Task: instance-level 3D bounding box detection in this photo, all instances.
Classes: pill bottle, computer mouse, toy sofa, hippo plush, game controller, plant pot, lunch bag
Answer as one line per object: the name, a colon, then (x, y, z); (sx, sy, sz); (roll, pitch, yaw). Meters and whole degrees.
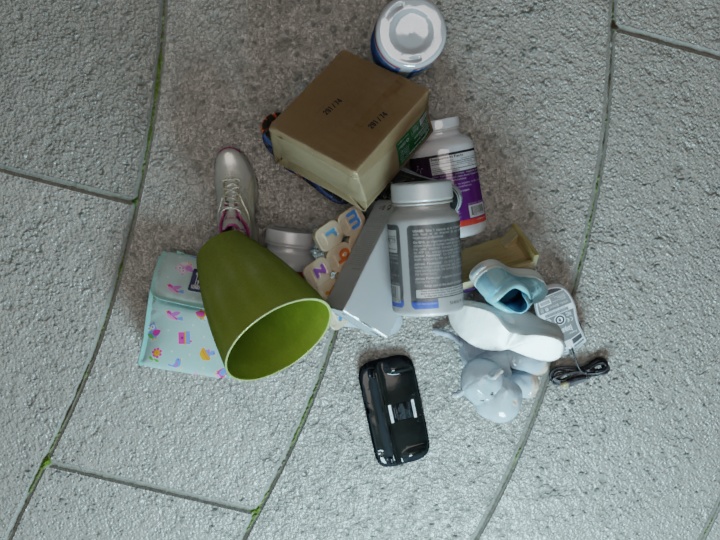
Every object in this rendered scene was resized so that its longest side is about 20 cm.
pill bottle: (0.146, -0.156, 1.511); (0.112, 0.112, 0.201); (-11, 97, 0)
pill bottle: (0.072, -0.371, 1.434); (0.111, 0.200, 0.113); (0, 96, -4)
pill bottle: (0.099, -0.036, 1.363); (0.113, 0.114, 0.201); (-3, 97, -1)
computer mouse: (0.367, 0.111, 1.590); (0.109, 0.044, 0.201); (-21, 103, 6)
toy sofa: (0.196, 0.003, 1.506); (0.199, 0.083, 0.098); (-16, 140, -17)
hippo plush: (0.236, 0.166, 1.517); (0.159, 0.161, 0.200); (-35, 99, 19)
game controller: (0.062, 0.256, 1.606); (0.104, 0.042, 0.201); (-14, 99, -14)
plant pot: (-0.174, 0.038, 1.404); (0.187, 0.187, 0.200); (-38, 61, 3)
pill bottle: (-0.132, 0.029, 1.527); (0.111, 0.112, 0.201); (7, 98, -3)
lunch bag: (-0.280, 0.074, 1.526); (0.169, 0.122, 0.201); (10, 89, 1)

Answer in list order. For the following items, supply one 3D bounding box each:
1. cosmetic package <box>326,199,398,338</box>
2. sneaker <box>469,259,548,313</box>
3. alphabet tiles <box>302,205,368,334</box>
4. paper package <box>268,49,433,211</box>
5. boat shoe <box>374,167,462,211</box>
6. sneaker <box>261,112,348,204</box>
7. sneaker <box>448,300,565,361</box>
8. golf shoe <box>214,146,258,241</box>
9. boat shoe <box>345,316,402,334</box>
cosmetic package: (0.034, -0.003, 1.435); (0.101, 0.074, 0.201); (34, 78, -27)
sneaker: (0.254, 0.043, 1.451); (0.074, 0.199, 0.082); (-46, 54, 27)
alphabet tiles: (0.000, 0.000, 1.467); (0.195, 0.015, 0.201); (-35, 107, -26)
paper package: (-0.012, -0.226, 1.419); (0.190, 0.104, 0.200); (31, 67, 23)
boat shoe: (0.071, -0.133, 1.462); (0.199, 0.057, 0.069); (14, 109, 30)
sneaker: (-0.089, -0.188, 1.519); (0.200, 0.078, 0.075); (44, 70, -1)
sneaker: (0.244, 0.089, 1.487); (0.199, 0.089, 0.076); (19, 123, 0)
golf shoe: (-0.213, -0.112, 1.517); (0.075, 0.092, 0.201); (-8, 96, 1)
boat shoe: (-0.018, 0.059, 1.519); (0.199, 0.057, 0.069); (22, 110, -31)
